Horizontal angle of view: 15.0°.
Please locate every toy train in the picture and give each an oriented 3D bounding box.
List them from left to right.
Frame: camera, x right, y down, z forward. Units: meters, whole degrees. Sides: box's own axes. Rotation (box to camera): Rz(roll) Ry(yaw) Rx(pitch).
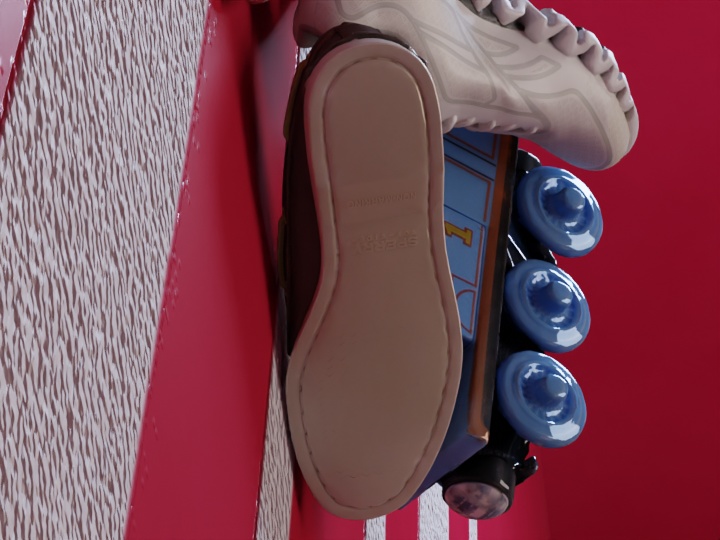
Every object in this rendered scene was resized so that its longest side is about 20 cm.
[{"bbox_3d":[0.039,0.014,1.210,0.087,0.114,0.200,-43,-151,45],"label":"toy train"}]

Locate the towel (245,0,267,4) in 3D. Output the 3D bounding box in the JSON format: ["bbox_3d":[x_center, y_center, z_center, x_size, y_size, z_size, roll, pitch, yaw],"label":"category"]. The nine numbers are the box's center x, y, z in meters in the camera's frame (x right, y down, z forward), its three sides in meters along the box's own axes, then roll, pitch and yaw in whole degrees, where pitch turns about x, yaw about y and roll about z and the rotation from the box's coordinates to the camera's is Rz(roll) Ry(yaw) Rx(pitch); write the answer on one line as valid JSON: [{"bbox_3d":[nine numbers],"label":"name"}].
[{"bbox_3d":[-0.041,-0.190,1.108,0.200,0.022,0.145,-71,155,-76],"label":"towel"}]

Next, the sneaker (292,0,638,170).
[{"bbox_3d":[0.043,-0.088,1.176,0.200,0.075,0.081,34,66,-37],"label":"sneaker"}]

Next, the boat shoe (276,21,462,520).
[{"bbox_3d":[0.000,0.000,1.103,0.060,0.072,0.200,-123,-150,-69],"label":"boat shoe"}]
